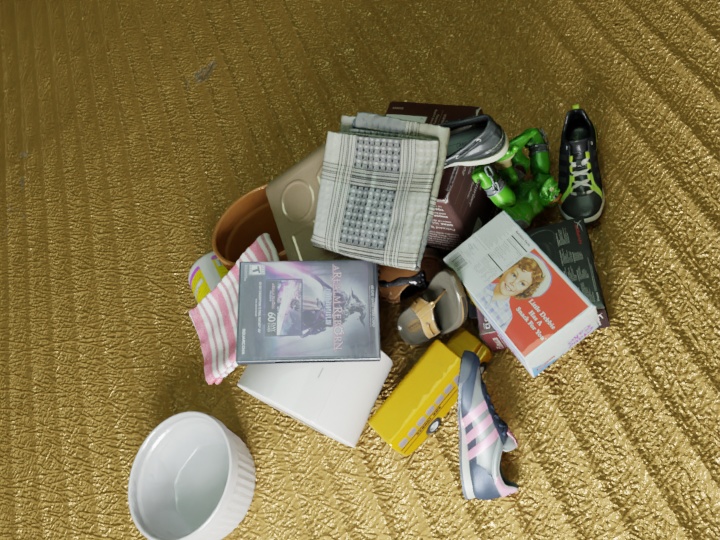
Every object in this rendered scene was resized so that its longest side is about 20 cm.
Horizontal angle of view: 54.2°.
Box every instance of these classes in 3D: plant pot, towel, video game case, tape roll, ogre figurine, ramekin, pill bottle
[{"bbox_3d":[-0.140,-0.037,1.222,0.196,0.141,0.202,-12,45,12],"label":"plant pot"},{"bbox_3d":[-0.185,0.057,1.069,0.200,0.030,0.148,-45,48,22],"label":"towel"},{"bbox_3d":[0.021,-0.115,0.974,0.190,0.034,0.204,15,94,35],"label":"towel"},{"bbox_3d":[-0.072,0.056,0.977,0.196,0.019,0.146,-1,70,-1],"label":"video game case"},{"bbox_3d":[-0.068,0.158,1.061,0.200,0.203,0.141,19,74,33],"label":"tape roll"},{"bbox_3d":[0.248,-0.138,1.078,0.097,0.121,0.200,-24,11,26],"label":"ogre figurine"},{"bbox_3d":[-0.260,0.338,1.125,0.197,0.105,0.204,-13,59,22],"label":"ramekin"},{"bbox_3d":[-0.229,0.065,1.255,0.104,0.104,0.201,-37,53,4],"label":"pill bottle"}]

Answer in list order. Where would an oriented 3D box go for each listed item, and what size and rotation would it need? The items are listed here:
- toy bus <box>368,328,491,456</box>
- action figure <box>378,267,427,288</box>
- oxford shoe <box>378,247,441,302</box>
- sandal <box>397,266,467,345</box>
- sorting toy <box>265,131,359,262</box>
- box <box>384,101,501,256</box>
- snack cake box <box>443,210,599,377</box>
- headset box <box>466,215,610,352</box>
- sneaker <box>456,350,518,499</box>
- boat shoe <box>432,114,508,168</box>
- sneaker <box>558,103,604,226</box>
[{"bbox_3d":[0.105,0.174,1.038,0.201,0.078,0.065,-49,54,-4],"label":"toy bus"},{"bbox_3d":[0.000,0.000,1.095,0.196,0.102,0.121,-11,77,8],"label":"action figure"},{"bbox_3d":[0.038,0.022,1.161,0.197,0.071,0.073,-15,62,18],"label":"oxford shoe"},{"bbox_3d":[0.096,0.064,1.044,0.054,0.200,0.083,-20,78,-31],"label":"sandal"},{"bbox_3d":[-0.050,-0.090,1.068,0.183,0.036,0.203,-29,67,28],"label":"sorting toy"},{"bbox_3d":[0.122,-0.140,1.121,0.162,0.200,0.168,11,70,31],"label":"box"},{"bbox_3d":[0.218,0.028,0.970,0.114,0.067,0.201,-37,54,2],"label":"snack cake box"},{"bbox_3d":[0.251,0.024,1.043,0.197,0.077,0.151,-16,58,20],"label":"headset box"},{"bbox_3d":[0.175,0.210,0.965,0.080,0.070,0.204,-3,91,15],"label":"sneaker"},{"bbox_3d":[0.103,-0.174,0.983,0.196,0.066,0.076,-4,64,26],"label":"boat shoe"},{"bbox_3d":[0.335,-0.167,1.097,0.070,0.083,0.204,-8,61,23],"label":"sneaker"}]
